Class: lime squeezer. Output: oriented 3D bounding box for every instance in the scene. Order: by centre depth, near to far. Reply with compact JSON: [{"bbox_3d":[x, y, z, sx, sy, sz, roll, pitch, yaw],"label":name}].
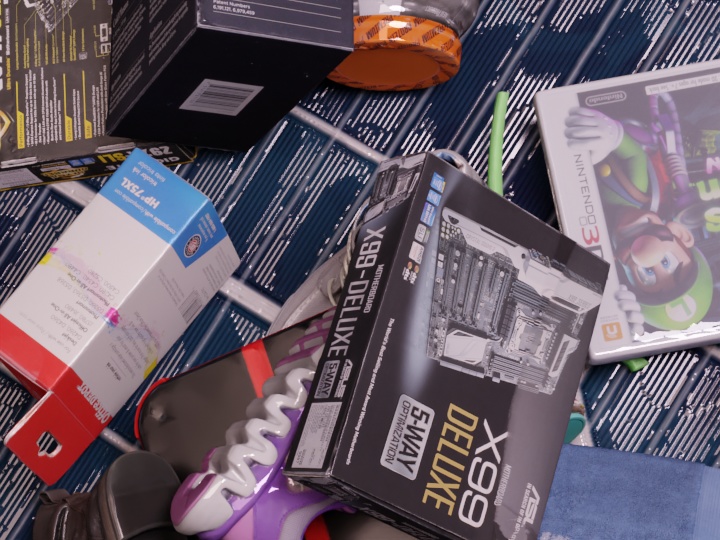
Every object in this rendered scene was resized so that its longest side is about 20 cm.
[{"bbox_3d":[0.108,-0.015,1.240,0.070,0.038,0.200,-27,83,-1],"label":"lime squeezer"}]

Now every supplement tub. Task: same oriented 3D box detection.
[{"bbox_3d":[0.020,-0.229,1.296,0.122,0.123,0.201,-2,75,13],"label":"supplement tub"}]

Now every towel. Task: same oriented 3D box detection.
[{"bbox_3d":[0.202,0.161,1.164,0.199,0.112,0.049,9,121,13],"label":"towel"}]

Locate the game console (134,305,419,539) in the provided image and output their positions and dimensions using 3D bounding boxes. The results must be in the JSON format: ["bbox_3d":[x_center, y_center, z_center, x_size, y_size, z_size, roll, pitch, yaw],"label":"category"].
[{"bbox_3d":[-0.039,0.136,1.203,0.176,0.031,0.201,-22,74,8],"label":"game console"}]

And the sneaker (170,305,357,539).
[{"bbox_3d":[-0.022,0.097,1.156,0.088,0.080,0.200,41,74,-9],"label":"sneaker"}]

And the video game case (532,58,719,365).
[{"bbox_3d":[0.224,-0.045,1.233,0.199,0.023,0.182,-10,74,-1],"label":"video game case"}]

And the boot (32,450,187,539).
[{"bbox_3d":[-0.154,0.215,1.217,0.069,0.174,0.201,2,68,-29],"label":"boot"}]

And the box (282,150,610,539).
[{"bbox_3d":[0.054,0.055,1.133,0.050,0.157,0.201,-8,59,53],"label":"box"}]

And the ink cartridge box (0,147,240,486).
[{"bbox_3d":[-0.173,0.033,1.265,0.067,0.116,0.200,35,77,18],"label":"ink cartridge box"}]

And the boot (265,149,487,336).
[{"bbox_3d":[0.000,0.000,1.256,0.074,0.096,0.200,42,88,20],"label":"boot"}]

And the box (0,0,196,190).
[{"bbox_3d":[-0.201,-0.166,1.373,0.159,0.049,0.201,-9,74,14],"label":"box"}]

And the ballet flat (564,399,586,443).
[{"bbox_3d":[0.046,0.124,1.227,0.200,0.076,0.064,-34,59,0],"label":"ballet flat"}]

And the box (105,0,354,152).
[{"bbox_3d":[-0.086,-0.196,1.246,0.104,0.200,0.183,6,73,-22],"label":"box"}]
